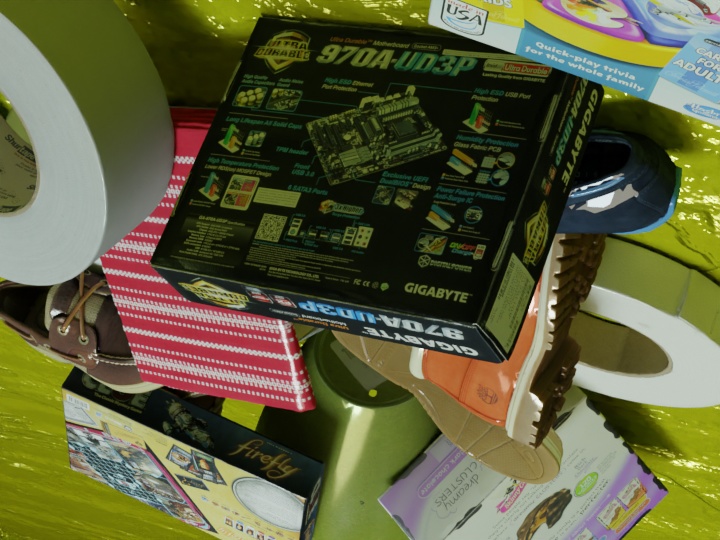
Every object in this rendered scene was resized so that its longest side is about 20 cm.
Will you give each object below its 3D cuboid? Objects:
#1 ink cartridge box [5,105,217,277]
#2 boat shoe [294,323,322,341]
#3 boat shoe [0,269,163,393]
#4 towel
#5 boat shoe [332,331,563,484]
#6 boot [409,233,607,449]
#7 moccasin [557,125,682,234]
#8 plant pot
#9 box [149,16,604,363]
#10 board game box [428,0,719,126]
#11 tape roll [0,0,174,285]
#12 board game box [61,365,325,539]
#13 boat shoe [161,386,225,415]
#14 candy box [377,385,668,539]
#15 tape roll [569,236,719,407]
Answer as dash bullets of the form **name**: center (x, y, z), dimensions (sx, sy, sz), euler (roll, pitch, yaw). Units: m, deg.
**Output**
- **ink cartridge box**: center (-0.140, -0.045, 1.169), dimensions (0.199, 0.085, 0.145), euler (8, 157, 37)
- **boat shoe**: center (0.000, -0.001, 1.064), dimensions (0.071, 0.070, 0.201), euler (24, 131, -37)
- **boat shoe**: center (-0.193, 0.035, 1.214), dimensions (0.200, 0.072, 0.072), euler (12, 164, 46)
- **towel**: center (-0.105, -0.010, 1.043), dimensions (0.144, 0.022, 0.201), euler (8, 125, 36)
- **boat shoe**: center (0.072, 0.067, 1.222), dimensions (0.200, 0.069, 0.074), euler (41, 141, -3)
- **boot**: center (0.082, 0.011, 1.026), dimensions (0.107, 0.075, 0.201), euler (27, 132, 18)
- **moccasin**: center (0.072, -0.059, 0.934), dimensions (0.199, 0.081, 0.068), euler (-6, 157, 27)
- **plant pot**: center (0.002, 0.117, 1.352), dimensions (0.186, 0.188, 0.200), euler (18, 147, 8)
- **box**: center (0.007, -0.047, 0.889), dimensions (0.199, 0.160, 0.046), euler (9, 157, 30)
- **board game box**: center (0.111, -0.139, 0.699), dimensions (0.150, 0.047, 0.200), euler (20, 161, 5)
- **tape roll**: center (-0.205, -0.093, 0.996), dimensions (0.200, 0.066, 0.201), euler (21, 132, 26)
- **board game box**: center (-0.128, 0.147, 1.301), dimensions (0.199, 0.035, 0.136), euler (24, 148, 8)
- **boat shoe**: center (-0.132, 0.089, 1.327), dimensions (0.200, 0.075, 0.074), euler (-10, 103, 61)
- **candy box**: center (0.130, 0.174, 1.338), dimensions (0.072, 0.168, 0.200), euler (45, 179, 39)
- **tape roll**: center (0.159, 0.032, 1.132), dimensions (0.202, 0.037, 0.203), euler (19, 160, 7)
